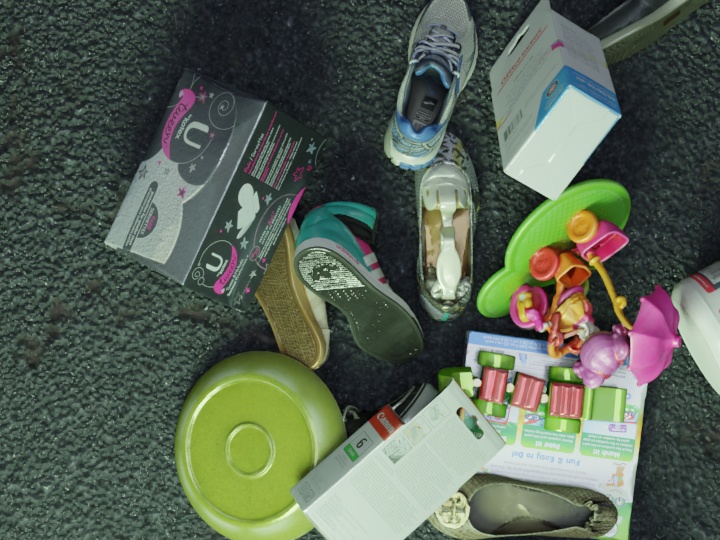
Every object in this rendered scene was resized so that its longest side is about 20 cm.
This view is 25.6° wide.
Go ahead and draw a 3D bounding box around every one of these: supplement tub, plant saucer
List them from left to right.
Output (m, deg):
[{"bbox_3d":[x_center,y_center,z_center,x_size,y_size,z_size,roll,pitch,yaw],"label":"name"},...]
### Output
[{"bbox_3d":[-0.110,0.185,1.637,0.198,0.031,0.203,0,89,20],"label":"plant saucer"},{"bbox_3d":[0.433,0.033,1.624,0.198,0.140,0.141,-28,89,-1],"label":"supplement tub"}]

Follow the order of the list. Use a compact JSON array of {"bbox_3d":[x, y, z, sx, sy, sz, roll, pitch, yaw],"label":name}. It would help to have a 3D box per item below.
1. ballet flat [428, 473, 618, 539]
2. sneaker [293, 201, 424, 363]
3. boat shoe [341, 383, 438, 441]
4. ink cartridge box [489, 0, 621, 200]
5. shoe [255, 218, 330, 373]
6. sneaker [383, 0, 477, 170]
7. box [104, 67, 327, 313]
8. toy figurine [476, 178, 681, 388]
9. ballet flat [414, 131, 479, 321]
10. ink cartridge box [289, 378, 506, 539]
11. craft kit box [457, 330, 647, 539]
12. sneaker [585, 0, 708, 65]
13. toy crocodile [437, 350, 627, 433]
[{"bbox_3d":[0.166,0.247,1.622,0.197,0.046,0.068,5,88,0],"label":"ballet flat"},{"bbox_3d":[0.000,0.000,1.654,0.083,0.122,0.200,-23,130,24],"label":"sneaker"},{"bbox_3d":[-0.006,0.177,1.652,0.200,0.071,0.064,-41,89,1],"label":"boat shoe"},{"bbox_3d":[0.193,-0.180,1.603,0.067,0.201,0.115,26,122,-18],"label":"ink cartridge box"},{"bbox_3d":[-0.078,0.010,1.671,0.069,0.053,0.202,-21,84,27],"label":"shoe"},{"bbox_3d":[0.081,-0.207,1.645,0.076,0.085,0.202,14,73,0],"label":"sneaker"},{"bbox_3d":[-0.149,-0.083,1.613,0.131,0.114,0.202,24,87,36],"label":"box"},{"bbox_3d":[0.234,0.043,1.590,0.200,0.150,0.185,-43,55,17],"label":"toy figurine"},{"bbox_3d":[0.092,-0.048,1.660,0.071,0.072,0.203,-1,88,0],"label":"ballet flat"},{"bbox_3d":[0.039,0.200,1.597,0.200,0.050,0.109,-41,119,-3],"label":"ink cartridge box"},{"bbox_3d":[0.196,0.174,1.668,0.197,0.049,0.200,8,86,0],"label":"craft kit box"},{"bbox_3d":[0.293,-0.303,1.676,0.199,0.075,0.107,-33,76,-1],"label":"sneaker"},{"bbox_3d":[0.175,0.125,1.618,0.197,0.062,0.068,11,88,-1],"label":"toy crocodile"}]
